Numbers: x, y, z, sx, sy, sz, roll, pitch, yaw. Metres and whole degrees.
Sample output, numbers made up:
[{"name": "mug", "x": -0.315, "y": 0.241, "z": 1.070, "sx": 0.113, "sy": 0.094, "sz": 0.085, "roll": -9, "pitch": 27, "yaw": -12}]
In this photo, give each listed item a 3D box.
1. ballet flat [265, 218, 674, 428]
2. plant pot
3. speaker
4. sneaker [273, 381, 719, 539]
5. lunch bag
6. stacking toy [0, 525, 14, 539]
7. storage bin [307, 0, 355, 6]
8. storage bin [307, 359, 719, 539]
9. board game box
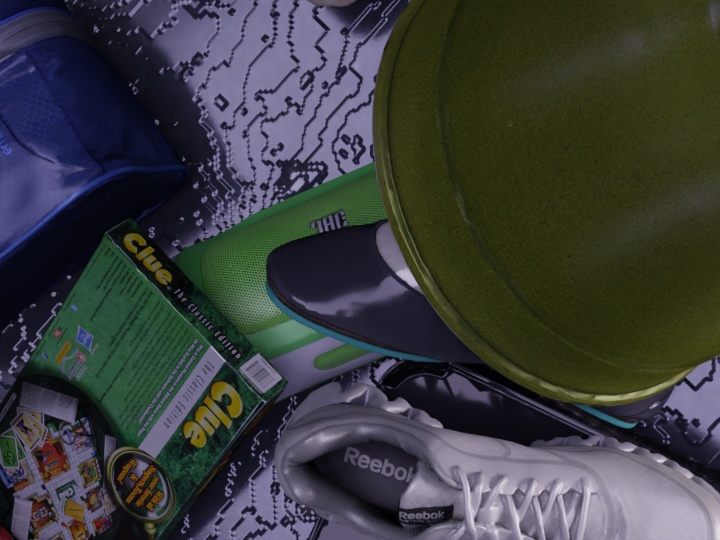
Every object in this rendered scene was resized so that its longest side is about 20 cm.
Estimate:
[{"name": "ballet flat", "x": 0.057, "y": 0.009, "z": 0.894, "sx": 0.198, "sy": 0.073, "sz": 0.074, "roll": 19, "pitch": 94, "yaw": -23}, {"name": "plant pot", "x": 0.138, "y": -0.067, "z": 0.810, "sx": 0.192, "sy": 0.199, "sz": 0.202, "roll": -27, "pitch": 84, "yaw": 54}, {"name": "speaker", "x": 0.000, "y": 0.000, "z": 0.975, "sx": 0.198, "sy": 0.088, "sz": 0.089, "roll": -23, "pitch": 86, "yaw": 10}, {"name": "sneaker", "x": 0.056, "y": 0.099, "z": 0.874, "sx": 0.198, "sy": 0.081, "sz": 0.076, "roll": 11, "pitch": 90, "yaw": 9}, {"name": "lunch bag", "x": -0.200, "y": -0.043, "z": 0.987, "sx": 0.199, "sy": 0.136, "sz": 0.133, "roll": -37, "pitch": 83, "yaw": 10}, {"name": "stacking toy", "x": -0.257, "y": 0.114, "z": 1.031, "sx": 0.199, "sy": 0.085, "sz": 0.086, "roll": 25, "pitch": 95, "yaw": 5}, {"name": "storage bin", "x": -0.029, "y": -0.256, "z": 0.949, "sx": 0.199, "sy": 0.094, "sz": 0.200, "roll": -48, "pitch": 67, "yaw": 10}, {"name": "storage bin", "x": 0.085, "y": 0.132, "z": 0.955, "sx": 0.199, "sy": 0.094, "sz": 0.136, "roll": 25, "pitch": 95, "yaw": 9}, {"name": "board game box", "x": -0.116, "y": 0.075, "z": 0.974, "sx": 0.105, "sy": 0.023, "sz": 0.200, "roll": 47, "pitch": 133, "yaw": 9}]
